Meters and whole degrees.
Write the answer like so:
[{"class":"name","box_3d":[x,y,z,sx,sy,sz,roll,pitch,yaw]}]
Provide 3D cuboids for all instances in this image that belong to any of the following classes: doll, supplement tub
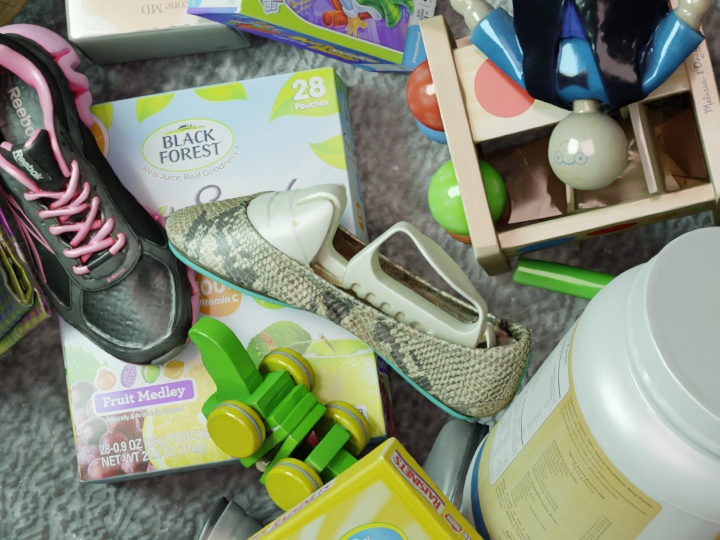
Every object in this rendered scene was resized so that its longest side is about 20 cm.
[{"class":"doll","box_3d":[0.104,-0.139,1.322,0.136,0.048,0.201,-2,99,27]},{"class":"supplement tub","box_3d":[0.149,0.085,1.327,0.144,0.200,0.145,14,51,-17]}]

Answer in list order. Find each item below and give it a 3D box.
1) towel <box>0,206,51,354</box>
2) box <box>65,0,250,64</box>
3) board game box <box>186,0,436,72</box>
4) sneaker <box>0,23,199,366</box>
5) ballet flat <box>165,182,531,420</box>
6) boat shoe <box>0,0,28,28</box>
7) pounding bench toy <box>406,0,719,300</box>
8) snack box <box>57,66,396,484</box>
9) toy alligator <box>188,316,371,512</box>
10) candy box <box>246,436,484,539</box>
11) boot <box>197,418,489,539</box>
[{"class":"towel","box_3d":[-0.246,-0.039,1.454,0.023,0.144,0.201,-23,83,-41]},{"class":"box","box_3d":[-0.116,-0.219,1.473,0.095,0.078,0.201,-7,84,4]},{"class":"board game box","box_3d":[-0.011,-0.217,1.437,0.045,0.134,0.201,6,85,48]},{"class":"sneaker","box_3d":[-0.153,-0.039,1.388,0.079,0.095,0.200,-32,83,4]},{"class":"ballet flat","box_3d":[0.000,0.000,1.379,0.200,0.068,0.075,30,124,3]},{"class":"boat shoe","box_3d":[-0.196,-0.207,1.431,0.064,0.071,0.201,40,111,45]},{"class":"pounding bench toy","box_3d":[0.116,-0.039,1.410,0.155,0.124,0.201,-14,84,5]},{"class":"snack box","box_3d":[-0.078,0.004,1.455,0.168,0.068,0.201,-10,83,5]},{"class":"toy alligator","box_3d":[-0.021,0.106,1.389,0.200,0.054,0.059,45,50,-3]},{"class":"candy box","box_3d":[-0.021,0.173,1.367,0.200,0.026,0.102,-38,95,32]},{"class":"boot","box_3d":[-0.022,0.149,1.435,0.131,0.070,0.201,26,88,8]}]
